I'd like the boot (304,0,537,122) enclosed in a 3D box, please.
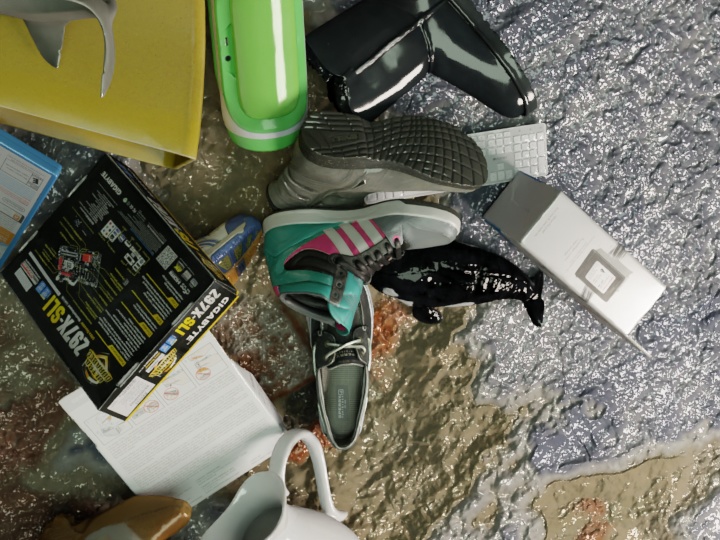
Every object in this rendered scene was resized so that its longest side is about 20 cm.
[{"bbox_3d":[0.055,-0.189,1.187,0.168,0.076,0.201,-40,102,-2],"label":"boot"}]

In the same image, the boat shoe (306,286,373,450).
[{"bbox_3d":[-0.015,0.086,1.247,0.071,0.071,0.203,-7,102,-8],"label":"boat shoe"}]

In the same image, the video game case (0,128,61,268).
[{"bbox_3d":[-0.374,-0.067,1.111,0.142,0.018,0.200,31,131,-16],"label":"video game case"}]

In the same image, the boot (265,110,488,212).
[{"bbox_3d":[0.014,-0.094,1.192,0.197,0.131,0.069,8,62,-16],"label":"boot"}]

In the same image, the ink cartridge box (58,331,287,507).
[{"bbox_3d":[-0.182,0.142,1.215,0.161,0.057,0.201,-32,122,-1],"label":"ink cartridge box"}]

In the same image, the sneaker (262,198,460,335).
[{"bbox_3d":[0.000,0.000,1.179,0.197,0.084,0.122,-4,67,10],"label":"sneaker"}]

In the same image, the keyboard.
[{"bbox_3d":[0.097,-0.110,1.251,0.197,0.011,0.057,-10,106,-8],"label":"keyboard"}]

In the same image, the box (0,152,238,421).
[{"bbox_3d":[-0.228,0.011,1.133,0.160,0.200,0.049,-48,149,5],"label":"box"}]

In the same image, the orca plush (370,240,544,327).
[{"bbox_3d":[0.105,0.020,1.254,0.198,0.071,0.106,23,99,-16],"label":"orca plush"}]

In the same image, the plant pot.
[{"bbox_3d":[-0.230,-0.204,1.078,0.197,0.200,0.179,15,89,-14],"label":"plant pot"}]

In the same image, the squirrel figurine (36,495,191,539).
[{"bbox_3d":[-0.240,0.334,1.247,0.197,0.143,0.188,2,139,26],"label":"squirrel figurine"}]

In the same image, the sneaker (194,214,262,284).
[{"bbox_3d":[-0.187,0.001,1.192,0.088,0.076,0.200,41,71,21],"label":"sneaker"}]

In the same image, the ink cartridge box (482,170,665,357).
[{"bbox_3d":[0.230,-0.007,1.247,0.199,0.116,0.067,39,93,-20],"label":"ink cartridge box"}]

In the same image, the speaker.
[{"bbox_3d":[-0.093,-0.216,1.122,0.087,0.089,0.202,-8,125,-9],"label":"speaker"}]

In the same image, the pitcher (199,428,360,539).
[{"bbox_3d":[-0.055,0.277,1.259,0.200,0.120,0.173,50,61,-38],"label":"pitcher"}]

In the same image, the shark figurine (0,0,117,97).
[{"bbox_3d":[-0.232,-0.193,0.932,0.128,0.213,0.091,-28,131,-47],"label":"shark figurine"}]
